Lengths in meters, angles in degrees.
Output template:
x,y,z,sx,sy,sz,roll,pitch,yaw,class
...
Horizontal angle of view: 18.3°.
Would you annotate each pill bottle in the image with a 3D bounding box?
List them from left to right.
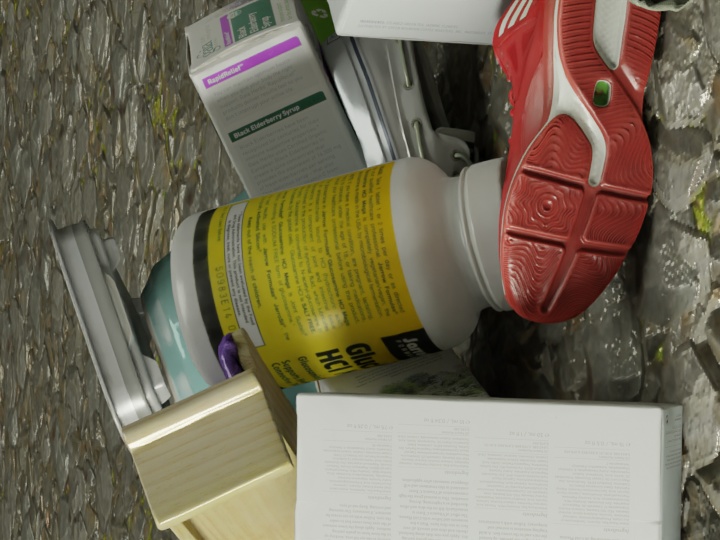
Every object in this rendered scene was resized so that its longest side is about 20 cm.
x,y,z,sx,sy,sz,roll,pitch,yaw,class
0.000,0.000,1.288,0.112,0.198,0.113,-14,-90,-74,pill bottle

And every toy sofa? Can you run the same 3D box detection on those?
x,y,z,sx,sy,sz,roll,pitch,yaw,class
-0.064,0.126,1.266,0.200,0.082,0.098,62,-176,-58,toy sofa

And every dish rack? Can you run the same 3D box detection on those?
x,y,z,sx,sy,sz,roll,pitch,yaw,class
-0.162,0.060,1.570,0.200,0.043,0.173,76,174,-68,dish rack

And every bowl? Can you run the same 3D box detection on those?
x,y,z,sx,sy,sz,roll,pitch,yaw,class
-0.086,0.052,1.559,0.201,0.104,0.202,159,90,-88,bowl

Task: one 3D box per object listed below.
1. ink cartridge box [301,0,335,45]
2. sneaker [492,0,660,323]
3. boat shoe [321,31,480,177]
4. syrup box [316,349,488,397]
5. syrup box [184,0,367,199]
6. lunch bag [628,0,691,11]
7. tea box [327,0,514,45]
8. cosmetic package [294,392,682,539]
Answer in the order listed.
x,y,z,sx,sy,sz,roll,pitch,yaw,class
-0.038,-0.144,1.587,0.201,0.075,0.149,-115,33,-48,ink cartridge box
0.109,-0.075,1.213,0.115,0.078,0.202,-151,75,-77,sneaker
0.041,-0.067,1.371,0.201,0.066,0.074,66,-168,5,boat shoe
0.043,0.114,1.301,0.200,0.078,0.082,-129,22,-60,syrup box
-0.037,-0.073,1.429,0.079,0.081,0.201,-106,-7,-64,syrup box
0.136,-0.231,1.059,0.164,0.117,0.202,-134,53,-61,lunch bag
0.052,-0.267,1.264,0.197,0.132,0.201,115,149,-46,tea box
0.064,0.141,1.149,0.052,0.198,0.152,7,-95,-68,cosmetic package
